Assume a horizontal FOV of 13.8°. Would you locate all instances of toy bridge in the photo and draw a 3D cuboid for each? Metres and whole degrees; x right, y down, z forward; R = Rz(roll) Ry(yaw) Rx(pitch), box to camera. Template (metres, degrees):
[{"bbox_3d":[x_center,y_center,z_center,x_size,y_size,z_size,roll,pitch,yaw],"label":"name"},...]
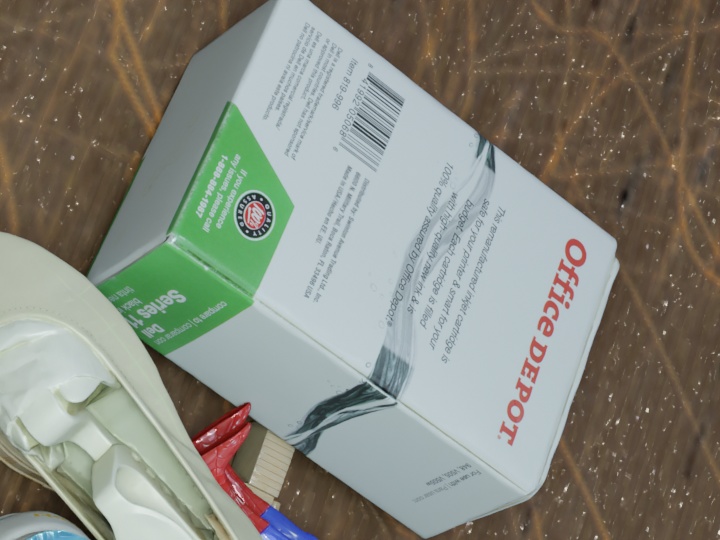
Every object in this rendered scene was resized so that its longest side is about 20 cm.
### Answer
[{"bbox_3d":[-0.116,0.061,1.252,0.199,0.027,0.068,29,69,-22],"label":"toy bridge"}]

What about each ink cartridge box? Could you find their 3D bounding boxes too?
[{"bbox_3d":[0.000,0.000,1.283,0.200,0.083,0.147,37,54,-19],"label":"ink cartridge box"}]

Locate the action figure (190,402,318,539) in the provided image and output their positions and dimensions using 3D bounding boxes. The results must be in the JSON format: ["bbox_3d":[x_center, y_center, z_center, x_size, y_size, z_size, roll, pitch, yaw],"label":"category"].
[{"bbox_3d":[-0.001,0.147,1.250,0.052,0.065,0.201,-33,99,-2],"label":"action figure"}]

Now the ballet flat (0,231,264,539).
[{"bbox_3d":[-0.102,0.069,1.184,0.069,0.069,0.200,-40,90,-28],"label":"ballet flat"}]

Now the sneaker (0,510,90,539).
[{"bbox_3d":[-0.174,0.181,1.176,0.200,0.081,0.077,-46,107,-7],"label":"sneaker"}]
